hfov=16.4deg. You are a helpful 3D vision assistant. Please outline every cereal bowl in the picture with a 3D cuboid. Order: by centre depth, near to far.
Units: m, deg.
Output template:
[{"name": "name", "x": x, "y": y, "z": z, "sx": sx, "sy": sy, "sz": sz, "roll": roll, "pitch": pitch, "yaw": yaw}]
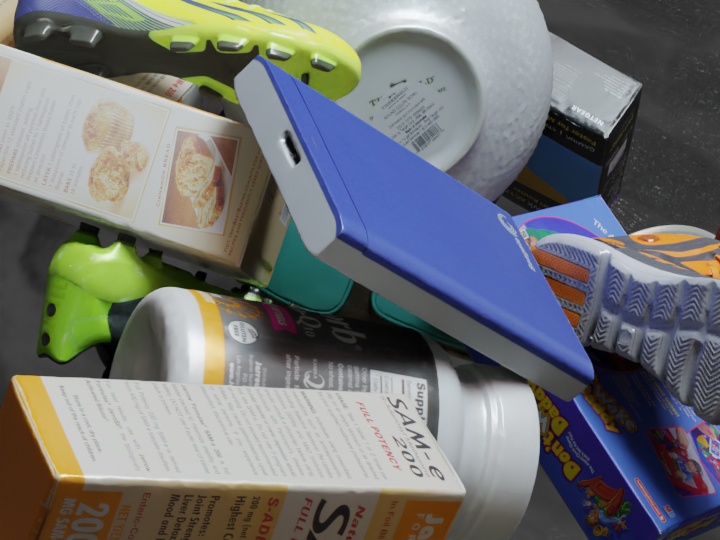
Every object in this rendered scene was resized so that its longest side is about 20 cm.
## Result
[{"name": "cereal bowl", "x": 0.020, "y": -0.107, "z": 1.463, "sx": 0.199, "sy": 0.201, "sz": 0.083, "roll": 16, "pitch": 14, "yaw": -13}]

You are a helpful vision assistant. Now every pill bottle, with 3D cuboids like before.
[{"name": "pill bottle", "x": -0.020, "y": 0.080, "z": 1.241, "sx": 0.199, "sy": 0.117, "sz": 0.117, "roll": 11, "pitch": 31, "yaw": -22}]

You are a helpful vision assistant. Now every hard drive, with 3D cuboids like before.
[{"name": "hard drive", "x": 0.028, "y": -0.019, "z": 1.253, "sx": 0.200, "sy": 0.025, "sz": 0.132, "roll": 30, "pitch": 25, "yaw": -43}]

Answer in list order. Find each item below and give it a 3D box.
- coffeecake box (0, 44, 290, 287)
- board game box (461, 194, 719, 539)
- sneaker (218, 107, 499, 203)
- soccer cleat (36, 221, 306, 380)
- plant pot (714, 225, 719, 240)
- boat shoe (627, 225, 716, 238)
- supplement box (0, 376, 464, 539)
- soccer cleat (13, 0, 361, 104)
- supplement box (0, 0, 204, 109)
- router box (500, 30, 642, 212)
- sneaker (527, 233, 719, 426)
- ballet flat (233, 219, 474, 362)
[{"name": "coffeecake box", "x": -0.138, "y": -0.059, "z": 1.323, "sx": 0.199, "sy": 0.073, "sz": 0.154, "roll": 18, "pitch": -3, "yaw": 4}, {"name": "board game box", "x": 0.137, "y": 0.059, "z": 1.398, "sx": 0.134, "sy": 0.045, "sz": 0.200, "roll": -13, "pitch": 65, "yaw": -48}, {"name": "sneaker", "x": -0.005, "y": -0.067, "z": 1.571, "sx": 0.199, "sy": 0.072, "sz": 0.083, "roll": 11, "pitch": 6, "yaw": -23}, {"name": "soccer cleat", "x": -0.091, "y": 0.039, "z": 1.318, "sx": 0.067, "sy": 0.081, "sz": 0.200, "roll": 14, "pitch": -7, "yaw": 46}, {"name": "plant pot", "x": 0.298, "y": 0.018, "z": 1.465, "sx": 0.175, "sy": 0.200, "sz": 0.201, "roll": 12, "pitch": 50, "yaw": -1}, {"name": "boat shoe", "x": 0.232, "y": 0.016, "z": 1.590, "sx": 0.199, "sy": 0.060, "sz": 0.074, "roll": 2, "pitch": 69, "yaw": -27}, {"name": "supplement box", "x": -0.070, "y": 0.121, "z": 1.111, "sx": 0.199, "sy": 0.126, "sz": 0.074, "roll": 4, "pitch": 33, "yaw": -30}, {"name": "soccer cleat", "x": -0.095, "y": -0.139, "z": 1.405, "sx": 0.199, "sy": 0.065, "sz": 0.084, "roll": 8, "pitch": 51, "yaw": 6}, {"name": "supplement box", "x": -0.202, "y": -0.115, "z": 1.477, "sx": 0.199, "sy": 0.074, "sz": 0.126, "roll": 26, "pitch": 30, "yaw": 5}, {"name": "router box", "x": 0.079, "y": -0.114, "z": 1.607, "sx": 0.199, "sy": 0.149, "sz": 0.051, "roll": 31, "pitch": 68, "yaw": 14}, {"name": "sneaker", "x": 0.191, "y": 0.023, "z": 1.333, "sx": 0.200, "sy": 0.078, "sz": 0.112, "roll": 30, "pitch": 25, "yaw": 31}, {"name": "ballet flat", "x": 0.000, "y": 0.000, "z": 1.451, "sx": 0.199, "sy": 0.071, "sz": 0.071, "roll": 20, "pitch": 29, "yaw": -7}]
